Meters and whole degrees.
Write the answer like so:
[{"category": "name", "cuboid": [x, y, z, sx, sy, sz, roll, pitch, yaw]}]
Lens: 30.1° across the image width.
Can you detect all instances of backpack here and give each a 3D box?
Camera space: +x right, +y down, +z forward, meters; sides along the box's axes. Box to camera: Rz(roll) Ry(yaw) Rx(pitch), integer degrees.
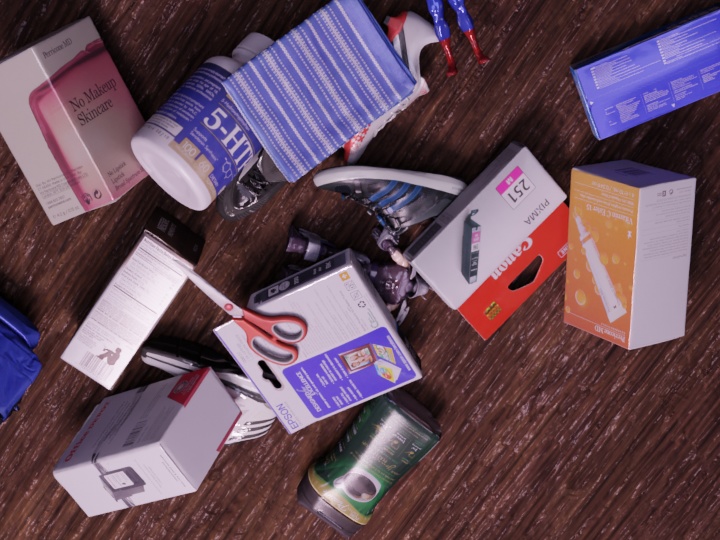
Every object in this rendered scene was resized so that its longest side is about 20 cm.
[{"category": "backpack", "cuboid": [-0.501, 0.132, 1.687, 0.162, 0.168, 0.200, 44, 134, -8]}]

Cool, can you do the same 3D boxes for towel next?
[{"category": "towel", "cuboid": [-0.043, -0.215, 1.555, 0.199, 0.024, 0.145, -38, 103, -16]}]

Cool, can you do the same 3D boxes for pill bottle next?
[{"category": "pill bottle", "cuboid": [-0.164, -0.181, 1.585, 0.120, 0.120, 0.200, 44, 73, -12]}]

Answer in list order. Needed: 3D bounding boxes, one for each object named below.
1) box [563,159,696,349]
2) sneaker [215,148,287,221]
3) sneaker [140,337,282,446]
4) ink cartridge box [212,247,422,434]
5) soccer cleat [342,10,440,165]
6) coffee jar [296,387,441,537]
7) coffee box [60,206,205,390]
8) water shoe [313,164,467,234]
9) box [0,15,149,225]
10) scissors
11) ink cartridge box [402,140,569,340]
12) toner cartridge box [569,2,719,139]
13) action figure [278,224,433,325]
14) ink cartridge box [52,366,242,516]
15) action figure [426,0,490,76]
[{"category": "box", "cuboid": [0.328, -0.022, 1.645, 0.097, 0.124, 0.202, -10, 109, -31]}, {"category": "sneaker", "cuboid": [-0.107, -0.132, 1.643, 0.200, 0.091, 0.066, -42, 102, 11]}, {"category": "sneaker", "cuboid": [-0.201, 0.167, 1.740, 0.198, 0.076, 0.116, 19, 104, -8]}, {"category": "ink cartridge box", "cuboid": [-0.052, 0.093, 1.685, 0.198, 0.044, 0.199, -25, 121, 13]}, {"category": "soccer cleat", "cuboid": [0.037, -0.215, 1.633, 0.084, 0.069, 0.202, 22, 101, -2]}, {"category": "coffee jar", "cuboid": [0.008, 0.251, 1.761, 0.104, 0.085, 0.200, 38, 102, -14]}, {"category": "coffee box", "cuboid": [-0.283, 0.033, 1.681, 0.079, 0.113, 0.201, 33, 103, -10]}, {"category": "water shoe", "cuboid": [0.039, -0.085, 1.647, 0.198, 0.071, 0.080, 5, 90, -14]}, {"category": "box", "cuboid": [-0.344, -0.179, 1.595, 0.108, 0.128, 0.201, -17, 109, 31]}, {"category": "scissors", "cuboid": [-0.154, 0.055, 1.625, 0.199, 0.014, 0.073, 27, 120, -19]}, {"category": "ink cartridge box", "cuboid": [0.178, -0.029, 1.663, 0.200, 0.044, 0.174, -45, 114, 0]}, {"category": "toner cartridge box", "cuboid": [0.365, -0.243, 1.637, 0.198, 0.043, 0.096, -21, 105, 6]}, {"category": "action figure", "cuboid": [0.000, 0.000, 1.699, 0.198, 0.069, 0.132, 13, 99, -8]}, {"category": "ink cartridge box", "cuboid": [-0.267, 0.216, 1.680, 0.199, 0.146, 0.084, -19, 117, 35]}, {"category": "action figure", "cuboid": [0.093, -0.328, 1.546, 0.065, 0.099, 0.202, -20, 100, 6]}]
